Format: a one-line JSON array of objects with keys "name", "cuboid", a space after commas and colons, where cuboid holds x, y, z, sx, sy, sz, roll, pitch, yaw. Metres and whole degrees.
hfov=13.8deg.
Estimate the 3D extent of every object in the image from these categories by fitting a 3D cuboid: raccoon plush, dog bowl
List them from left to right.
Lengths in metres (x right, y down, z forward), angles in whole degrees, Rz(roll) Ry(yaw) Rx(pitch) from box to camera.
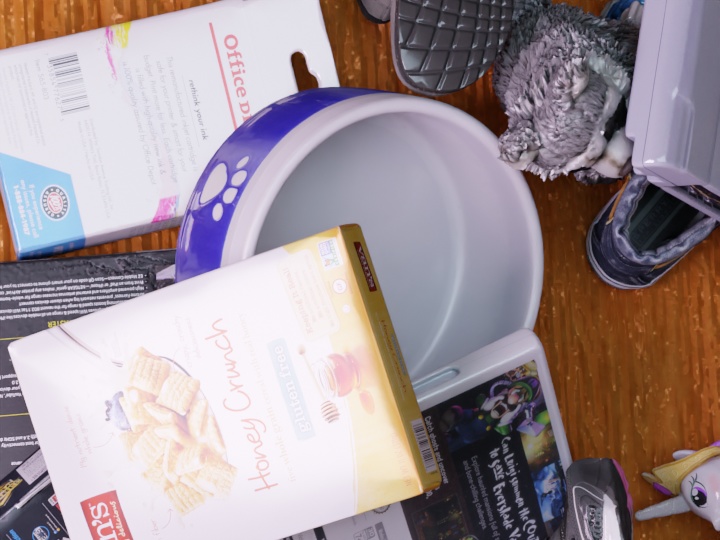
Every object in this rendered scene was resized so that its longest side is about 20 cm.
[{"name": "dog bowl", "cuboid": [0.000, 0.000, 1.642, 0.199, 0.079, 0.202, -7, 103, -32]}, {"name": "raccoon plush", "cuboid": [0.083, -0.108, 1.649, 0.199, 0.134, 0.097, 26, 104, 31]}]

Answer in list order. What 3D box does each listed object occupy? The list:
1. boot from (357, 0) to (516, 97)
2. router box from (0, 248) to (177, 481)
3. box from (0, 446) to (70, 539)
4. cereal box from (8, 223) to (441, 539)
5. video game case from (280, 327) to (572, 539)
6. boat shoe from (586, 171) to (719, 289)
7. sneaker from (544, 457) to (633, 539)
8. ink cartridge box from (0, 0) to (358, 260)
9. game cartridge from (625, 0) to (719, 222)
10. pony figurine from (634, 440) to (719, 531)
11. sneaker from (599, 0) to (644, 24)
[{"name": "boot", "cuboid": [0.035, -0.169, 1.686, 0.067, 0.131, 0.201, 12, 65, -17]}, {"name": "router box", "cuboid": [-0.153, 0.066, 1.684, 0.199, 0.051, 0.150, -4, 85, -7]}, {"name": "box", "cuboid": [-0.152, 0.209, 1.635, 0.159, 0.046, 0.200, -41, 110, -9]}, {"name": "cereal box", "cuboid": [-0.072, 0.074, 1.545, 0.199, 0.040, 0.145, -20, 87, 18]}, {"name": "video game case", "cuboid": [0.036, 0.144, 1.647, 0.181, 0.023, 0.201, -24, 129, -9]}, {"name": "boat shoe", "cuboid": [0.212, -0.071, 1.722, 0.071, 0.091, 0.200, 40, 80, 0]}, {"name": "sneaker", "cuboid": [0.105, 0.201, 1.656, 0.086, 0.080, 0.201, 6, 109, 4]}, {"name": "ink cartridge box", "cuboid": [-0.112, -0.084, 1.699, 0.199, 0.068, 0.116, -13, 86, -8]}, {"name": "game cartridge", "cuboid": [0.217, -0.092, 1.652, 0.041, 0.200, 0.134, -5, 72, 37]}, {"name": "pony figurine", "cuboid": [0.267, 0.113, 1.663, 0.193, 0.200, 0.167, -44, 132, -3]}, {"name": "sneaker", "cuboid": [0.188, -0.147, 1.741, 0.086, 0.075, 0.201, 26, 83, -13]}]
